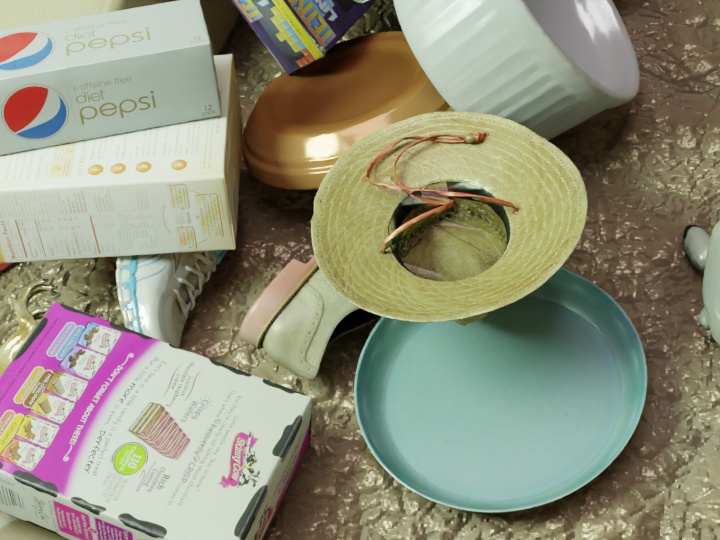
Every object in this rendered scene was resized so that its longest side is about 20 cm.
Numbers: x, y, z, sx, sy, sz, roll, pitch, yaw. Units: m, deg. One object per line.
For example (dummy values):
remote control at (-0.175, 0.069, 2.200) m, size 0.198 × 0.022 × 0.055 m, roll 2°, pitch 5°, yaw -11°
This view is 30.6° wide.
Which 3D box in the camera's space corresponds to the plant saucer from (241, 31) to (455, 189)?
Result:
plant saucer at (-0.005, -0.135, 1.041) m, size 0.199 × 0.038 × 0.201 m, roll -15°, pitch 33°, yaw 10°

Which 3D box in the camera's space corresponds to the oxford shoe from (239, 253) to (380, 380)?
oxford shoe at (0.000, 0.000, 0.968) m, size 0.074 × 0.071 × 0.200 m, roll 38°, pitch 68°, yaw 11°

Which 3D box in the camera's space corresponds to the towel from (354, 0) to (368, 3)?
towel at (0.047, -0.304, 1.007) m, size 0.022 × 0.147 × 0.201 m, roll 30°, pitch 40°, yaw -17°

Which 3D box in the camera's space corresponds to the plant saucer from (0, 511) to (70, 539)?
plant saucer at (-0.210, 0.224, 0.862) m, size 0.198 × 0.030 × 0.201 m, roll -6°, pitch 53°, yaw 8°

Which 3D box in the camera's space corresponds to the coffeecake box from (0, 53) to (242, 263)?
coffeecake box at (-0.192, -0.085, 0.983) m, size 0.198 × 0.073 × 0.154 m, roll -3°, pitch 43°, yaw 1°

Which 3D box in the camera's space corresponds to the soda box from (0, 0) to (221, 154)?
soda box at (-0.204, -0.137, 0.939) m, size 0.198 × 0.064 × 0.068 m, roll -12°, pitch 42°, yaw -7°

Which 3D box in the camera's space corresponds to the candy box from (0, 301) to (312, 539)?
candy box at (-0.147, 0.117, 0.874) m, size 0.199 × 0.061 × 0.137 m, roll 19°, pitch 51°, yaw 12°

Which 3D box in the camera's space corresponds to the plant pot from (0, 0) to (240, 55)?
plant pot at (-0.233, -0.221, 1.113) m, size 0.198 × 0.200 × 0.178 m, roll 3°, pitch 63°, yaw 16°

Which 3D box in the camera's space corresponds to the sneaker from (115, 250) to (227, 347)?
sneaker at (-0.138, -0.007, 0.996) m, size 0.086 × 0.075 × 0.201 m, roll -9°, pitch 52°, yaw -1°

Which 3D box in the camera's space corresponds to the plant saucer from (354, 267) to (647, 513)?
plant saucer at (0.095, 0.079, 0.899) m, size 0.198 × 0.028 × 0.201 m, roll -7°, pitch 53°, yaw 9°

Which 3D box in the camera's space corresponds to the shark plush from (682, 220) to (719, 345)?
shark plush at (0.279, 0.019, 0.878) m, size 0.083 × 0.091 × 0.201 m, roll 16°, pitch 48°, yaw -12°

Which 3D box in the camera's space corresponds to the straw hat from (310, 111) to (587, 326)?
straw hat at (0.064, -0.014, 0.907) m, size 0.199 × 0.085 × 0.202 m, roll -7°, pitch 46°, yaw 8°

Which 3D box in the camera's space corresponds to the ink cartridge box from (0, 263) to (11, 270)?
ink cartridge box at (-0.387, -0.020, 1.016) m, size 0.199 × 0.146 × 0.085 m, roll -34°, pitch 53°, yaw -12°

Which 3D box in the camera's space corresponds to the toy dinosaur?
toy dinosaur at (-0.251, 0.062, 0.977) m, size 0.198 × 0.058 × 0.102 m, roll 5°, pitch 56°, yaw 17°

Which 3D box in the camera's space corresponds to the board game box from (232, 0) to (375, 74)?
board game box at (-0.060, -0.290, 1.072) m, size 0.057 × 0.200 × 0.166 m, roll -14°, pitch 29°, yaw 50°

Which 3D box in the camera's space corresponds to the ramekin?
ramekin at (0.114, -0.189, 0.992) m, size 0.097 × 0.200 × 0.202 m, roll -32°, pitch 44°, yaw 30°
